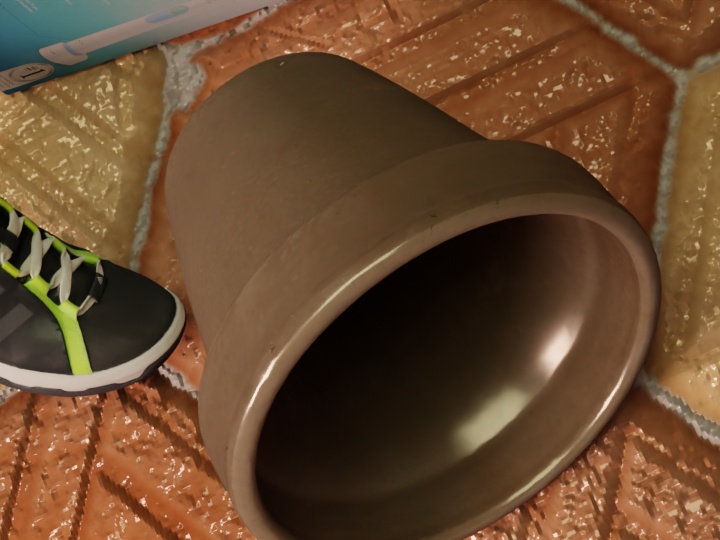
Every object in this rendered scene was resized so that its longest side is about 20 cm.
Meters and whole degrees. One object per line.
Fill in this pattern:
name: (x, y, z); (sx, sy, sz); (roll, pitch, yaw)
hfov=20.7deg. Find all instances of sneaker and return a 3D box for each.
sneaker: (-0.177, -0.002, 0.910); (0.200, 0.083, 0.072); (13, 46, -6)

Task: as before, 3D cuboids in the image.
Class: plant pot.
plant pot: (0.000, 0.000, 0.849); (0.200, 0.200, 0.175); (-42, 49, 4)

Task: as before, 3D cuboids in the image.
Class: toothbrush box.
toothbrush box: (-0.119, -0.171, 0.938); (0.200, 0.146, 0.085); (-16, 72, 14)
